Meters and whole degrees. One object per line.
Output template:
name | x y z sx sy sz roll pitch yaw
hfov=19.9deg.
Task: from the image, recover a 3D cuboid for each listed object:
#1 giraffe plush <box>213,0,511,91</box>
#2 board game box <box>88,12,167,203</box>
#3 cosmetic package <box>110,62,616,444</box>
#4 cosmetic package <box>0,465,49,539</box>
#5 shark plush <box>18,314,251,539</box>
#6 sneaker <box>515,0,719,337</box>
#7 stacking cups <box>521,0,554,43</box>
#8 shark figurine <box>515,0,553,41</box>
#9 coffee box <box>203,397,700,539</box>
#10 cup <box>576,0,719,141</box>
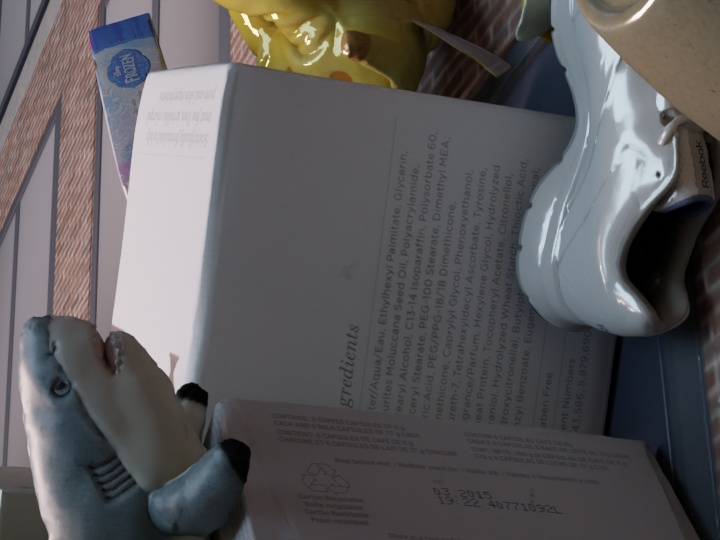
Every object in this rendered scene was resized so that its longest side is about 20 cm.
giraffe plush | -0.027 -0.096 1.143 0.200 0.172 0.163 42 122 29
board game box | -0.102 -0.017 1.180 0.199 0.043 0.201 -114 8 -58
cosmetic package | 0.000 0.000 0.959 0.165 0.199 0.166 -170 88 -71
cosmetic package | -0.133 0.187 0.856 0.103 0.073 0.202 -174 91 -72
shark plush | -0.107 0.117 0.788 0.091 0.083 0.201 -120 42 -62
sneaker | 0.124 -0.066 0.853 0.087 0.074 0.202 23 111 58
stacking cups | 0.096 -0.202 0.974 0.061 0.060 0.201 124 149 -52
shark figurine | 0.043 -0.188 0.897 0.090 0.213 0.129 -82 15 -73
coffee box | 0.027 0.195 0.801 0.200 0.198 0.199 -112 35 -55
cup | 0.150 -0.114 0.654 0.200 0.142 0.202 -173 90 -71
